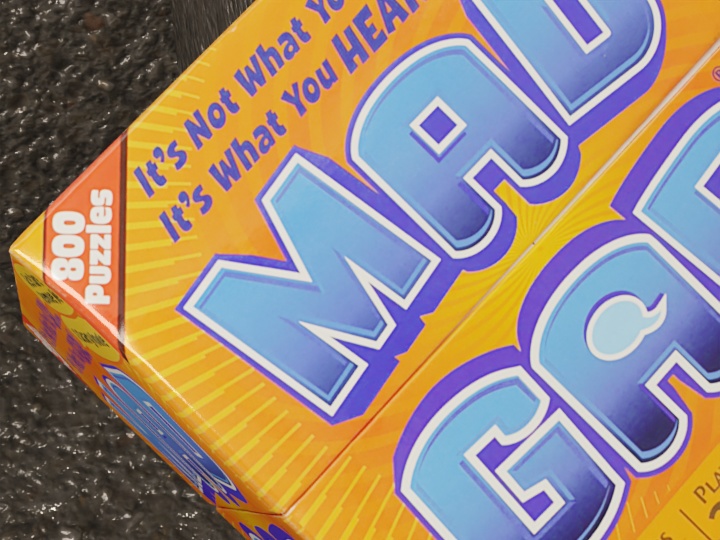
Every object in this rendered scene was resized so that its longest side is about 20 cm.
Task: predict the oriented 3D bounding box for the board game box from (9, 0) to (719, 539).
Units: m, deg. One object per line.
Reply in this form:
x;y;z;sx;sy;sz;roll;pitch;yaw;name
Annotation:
0.029;0.005;0.549;0.200;0.200;0.200;44;168;-3;board game box
